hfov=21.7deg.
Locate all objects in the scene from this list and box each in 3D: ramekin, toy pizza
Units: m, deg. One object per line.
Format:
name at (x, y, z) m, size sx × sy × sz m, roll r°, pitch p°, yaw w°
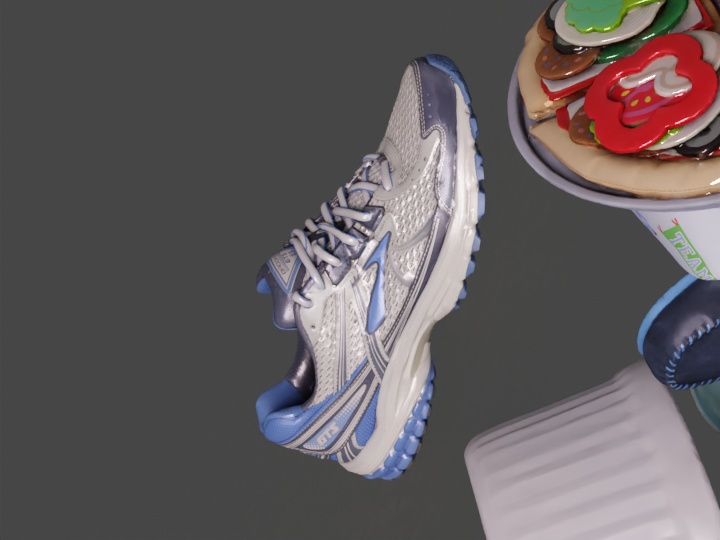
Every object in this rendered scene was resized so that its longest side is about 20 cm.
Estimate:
ramekin at (0.116, 0.150, 0.859) m, size 0.097 × 0.201 × 0.201 m, roll -17°, pitch 114°, yaw 1°
toy pizza at (0.149, -0.102, 0.760) m, size 0.200 × 0.200 × 0.032 m, roll -32°, pitch 127°, yaw 1°

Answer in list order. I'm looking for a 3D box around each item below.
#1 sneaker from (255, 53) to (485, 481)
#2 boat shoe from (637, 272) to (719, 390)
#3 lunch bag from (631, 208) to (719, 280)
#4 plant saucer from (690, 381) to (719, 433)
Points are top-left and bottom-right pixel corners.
sneaker at (0.000, 0.000, 0.835) m, size 0.085 × 0.077 × 0.201 m, roll 9°, pitch 108°, yaw -12°
boat shoe at (0.218, 0.007, 0.807) m, size 0.199 × 0.069 × 0.084 m, roll -24°, pitch 149°, yaw -4°
lunch bag at (0.196, -0.085, 0.800) m, size 0.199 × 0.160 × 0.076 m, roll -32°, pitch 115°, yaw 1°
plant saucer at (0.238, 0.003, 0.890) m, size 0.199 × 0.027 × 0.201 m, roll -14°, pitch 134°, yaw -15°
